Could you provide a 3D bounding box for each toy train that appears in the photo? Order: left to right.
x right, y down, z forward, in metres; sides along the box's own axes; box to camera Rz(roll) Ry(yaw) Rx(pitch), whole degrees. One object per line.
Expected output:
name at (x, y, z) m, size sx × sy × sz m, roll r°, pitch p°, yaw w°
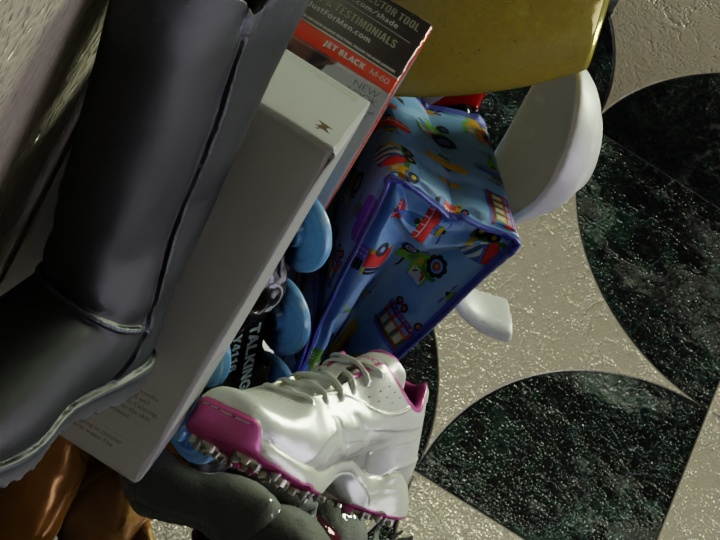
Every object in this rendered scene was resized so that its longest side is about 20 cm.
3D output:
toy train at (-0.086, 0.014, 0.896) m, size 0.086 × 0.114 × 0.201 m, roll -21°, pitch 134°, yaw -42°

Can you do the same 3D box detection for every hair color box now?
hair color box at (-0.052, -0.085, 0.913) m, size 0.064 × 0.110 × 0.200 m, roll -60°, pitch -179°, yaw -39°

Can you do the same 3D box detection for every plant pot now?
plant pot at (0.077, -0.183, 0.946) m, size 0.200 × 0.141 × 0.202 m, roll 16°, pitch 90°, yaw -83°

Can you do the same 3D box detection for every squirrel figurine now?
squirrel figurine at (-0.144, 0.103, 1.129) m, size 0.200 × 0.141 × 0.187 m, roll -45°, pitch -168°, yaw 53°

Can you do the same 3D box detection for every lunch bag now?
lunch bag at (0.000, 0.000, 1.025) m, size 0.201 × 0.094 × 0.151 m, roll -56°, pitch -159°, yaw 25°

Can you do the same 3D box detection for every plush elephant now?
plush elephant at (-0.055, 0.174, 1.033) m, size 0.155 × 0.198 × 0.166 m, roll -74°, pitch 161°, yaw -87°

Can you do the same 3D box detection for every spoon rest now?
spoon rest at (0.098, -0.044, 1.029) m, size 0.100 × 0.060 × 0.201 m, roll -95°, pitch -161°, yaw -52°

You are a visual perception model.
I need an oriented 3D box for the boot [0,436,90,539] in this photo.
boot at (-0.186, 0.080, 0.978) m, size 0.144 × 0.070 × 0.202 m, roll 113°, pitch 3°, yaw -51°

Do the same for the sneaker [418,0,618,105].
sneaker at (0.107, -0.167, 1.084) m, size 0.200 × 0.073 × 0.112 m, roll -46°, pitch 146°, yaw 16°

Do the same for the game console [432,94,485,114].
game console at (-0.003, -0.075, 1.172) m, size 0.119 × 0.198 × 0.174 m, roll -4°, pitch 92°, yaw -71°

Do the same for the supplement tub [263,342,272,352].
supplement tub at (-0.096, 0.002, 1.314) m, size 0.146 × 0.145 × 0.200 m, roll -57°, pitch -178°, yaw 43°

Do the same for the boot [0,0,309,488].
boot at (-0.104, -0.024, 0.636) m, size 0.201 × 0.065 × 0.165 m, roll -62°, pitch 168°, yaw 27°

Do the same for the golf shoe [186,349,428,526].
golf shoe at (-0.023, 0.076, 0.874) m, size 0.200 × 0.075 × 0.092 m, roll 32°, pitch 80°, yaw -62°

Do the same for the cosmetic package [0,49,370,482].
cosmetic package at (-0.092, -0.015, 0.773) m, size 0.201 × 0.107 × 0.085 m, roll -56°, pitch -179°, yaw 24°
